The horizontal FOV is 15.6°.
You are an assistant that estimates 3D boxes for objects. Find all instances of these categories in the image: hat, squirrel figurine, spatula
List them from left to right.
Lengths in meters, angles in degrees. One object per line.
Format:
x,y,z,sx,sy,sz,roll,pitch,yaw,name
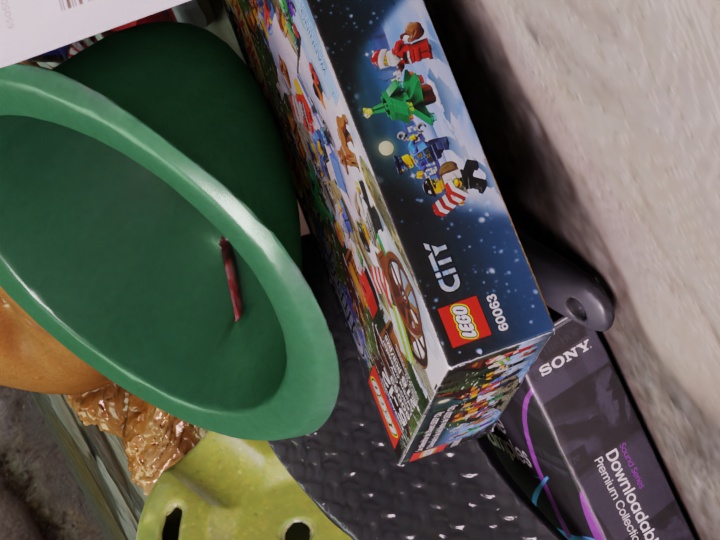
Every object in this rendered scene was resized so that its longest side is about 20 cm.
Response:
-0.093,0.007,1.132,0.186,0.142,0.200,-4,130,51,squirrel figurine
-0.045,-0.065,0.937,0.199,0.176,0.166,32,149,14,hat
0.033,-0.025,0.935,0.200,0.020,0.057,44,156,51,spatula

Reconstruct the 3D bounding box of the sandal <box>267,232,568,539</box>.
0.023,0.078,0.947,0.201,0.075,0.048,57,-175,17,sandal

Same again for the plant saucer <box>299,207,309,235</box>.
0.000,0.000,1.119,0.201,0.029,0.200,57,168,19,plant saucer

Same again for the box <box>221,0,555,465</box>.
0.001,-0.047,0.877,0.137,0.037,0.201,109,141,-72,box

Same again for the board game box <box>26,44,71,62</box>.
-0.239,-0.166,1.145,0.199,0.159,0.097,26,110,37,board game box

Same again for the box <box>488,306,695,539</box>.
0.083,0.093,0.980,0.201,0.036,0.143,65,167,-16,box

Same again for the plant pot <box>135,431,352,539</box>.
-0.007,0.153,1.078,0.201,0.200,0.185,50,167,38,plant pot

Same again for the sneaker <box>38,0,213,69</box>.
-0.142,-0.120,1.213,0.072,0.112,0.200,62,168,-15,sneaker

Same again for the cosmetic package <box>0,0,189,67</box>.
-0.124,-0.129,0.915,0.200,0.101,0.074,24,131,59,cosmetic package
